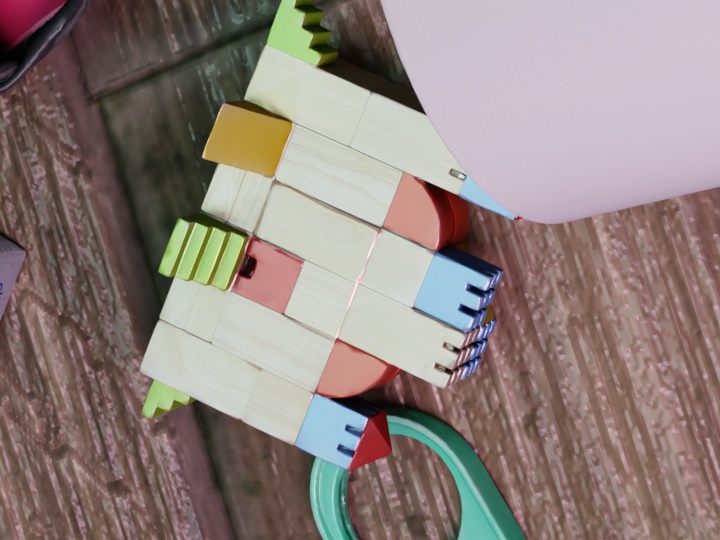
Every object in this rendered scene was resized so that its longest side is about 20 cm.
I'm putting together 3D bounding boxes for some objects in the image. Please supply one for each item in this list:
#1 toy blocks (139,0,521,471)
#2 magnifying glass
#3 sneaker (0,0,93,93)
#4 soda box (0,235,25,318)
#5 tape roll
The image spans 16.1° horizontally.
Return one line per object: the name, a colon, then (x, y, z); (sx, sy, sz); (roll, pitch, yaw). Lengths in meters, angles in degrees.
toy blocks: (0.000, 0.000, 1.071); (0.137, 0.100, 0.200); (25, 103, 13)
magnifying glass: (0.060, 0.131, 1.084); (0.200, 0.022, 0.080); (35, 112, 21)
sneaker: (-0.186, -0.109, 1.154); (0.077, 0.084, 0.200); (45, 120, -12)
soda box: (-0.234, 0.065, 1.219); (0.063, 0.068, 0.200); (32, 110, 23)
tape roll: (0.110, -0.127, 0.920); (0.139, 0.203, 0.203); (-14, 89, 31)
